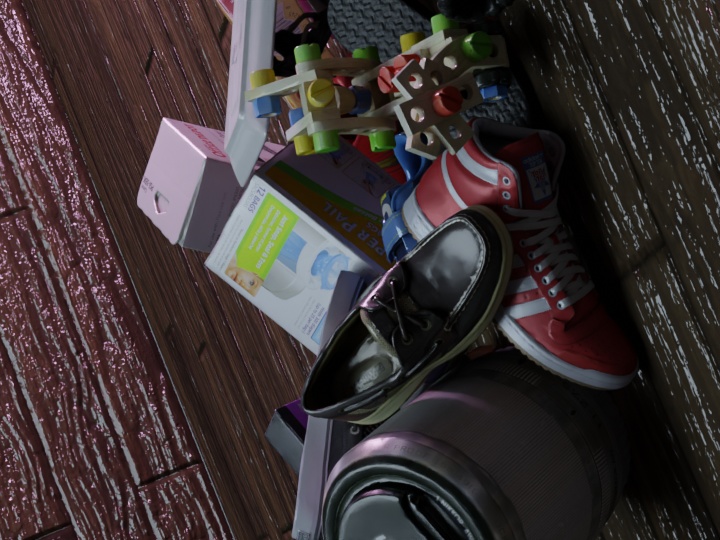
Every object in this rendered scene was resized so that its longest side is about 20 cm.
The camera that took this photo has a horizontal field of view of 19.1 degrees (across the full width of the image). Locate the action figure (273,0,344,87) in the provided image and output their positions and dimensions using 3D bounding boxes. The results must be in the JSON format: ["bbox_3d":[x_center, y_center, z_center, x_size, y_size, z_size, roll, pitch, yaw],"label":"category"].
[{"bbox_3d":[-0.013,-0.238,1.594,0.119,0.101,0.201,-118,39,-74],"label":"action figure"}]

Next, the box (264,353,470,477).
[{"bbox_3d":[0.043,0.136,1.649,0.143,0.199,0.036,47,135,24],"label":"box"}]

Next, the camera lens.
[{"bbox_3d":[0.081,0.157,1.488,0.159,0.200,0.161,16,120,29],"label":"camera lens"}]

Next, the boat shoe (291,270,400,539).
[{"bbox_3d":[-0.004,0.102,1.551,0.070,0.066,0.201,97,-178,-75],"label":"boat shoe"}]

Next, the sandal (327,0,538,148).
[{"bbox_3d":[0.061,-0.145,1.507,0.200,0.048,0.076,45,120,23],"label":"sandal"}]

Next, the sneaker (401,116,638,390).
[{"bbox_3d":[0.125,-0.017,1.430,0.200,0.071,0.113,42,129,12],"label":"sneaker"}]

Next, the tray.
[{"bbox_3d":[-0.081,-0.173,1.590,0.107,0.022,0.201,121,153,-67],"label":"tray"}]

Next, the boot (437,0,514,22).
[{"bbox_3d":[0.054,-0.217,1.393,0.211,0.079,0.158,95,151,-60],"label":"boot"}]

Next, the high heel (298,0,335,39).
[{"bbox_3d":[-0.041,-0.241,1.735,0.096,0.067,0.201,104,149,-51],"label":"high heel"}]

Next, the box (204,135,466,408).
[{"bbox_3d":[0.000,0.000,1.645,0.200,0.101,0.113,39,131,8],"label":"box"}]

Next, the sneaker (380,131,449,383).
[{"bbox_3d":[0.048,-0.014,1.532,0.074,0.082,0.201,127,156,-59],"label":"sneaker"}]

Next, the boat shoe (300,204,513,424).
[{"bbox_3d":[0.030,0.038,1.433,0.073,0.065,0.200,49,125,22],"label":"boat shoe"}]

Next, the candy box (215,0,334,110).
[{"bbox_3d":[-0.055,-0.177,1.796,0.200,0.055,0.116,55,180,-42],"label":"candy box"}]

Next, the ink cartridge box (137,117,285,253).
[{"bbox_3d":[-0.076,-0.059,1.857,0.147,0.199,0.083,41,116,62],"label":"ink cartridge box"}]

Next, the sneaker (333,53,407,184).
[{"bbox_3d":[0.004,-0.109,1.732,0.201,0.084,0.077,85,159,-49],"label":"sneaker"}]

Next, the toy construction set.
[{"bbox_3d":[0.023,-0.122,1.413,0.200,0.130,0.093,7,101,58],"label":"toy construction set"}]

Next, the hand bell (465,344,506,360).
[{"bbox_3d":[0.078,0.100,1.796,0.105,0.104,0.200,67,155,10],"label":"hand bell"}]
